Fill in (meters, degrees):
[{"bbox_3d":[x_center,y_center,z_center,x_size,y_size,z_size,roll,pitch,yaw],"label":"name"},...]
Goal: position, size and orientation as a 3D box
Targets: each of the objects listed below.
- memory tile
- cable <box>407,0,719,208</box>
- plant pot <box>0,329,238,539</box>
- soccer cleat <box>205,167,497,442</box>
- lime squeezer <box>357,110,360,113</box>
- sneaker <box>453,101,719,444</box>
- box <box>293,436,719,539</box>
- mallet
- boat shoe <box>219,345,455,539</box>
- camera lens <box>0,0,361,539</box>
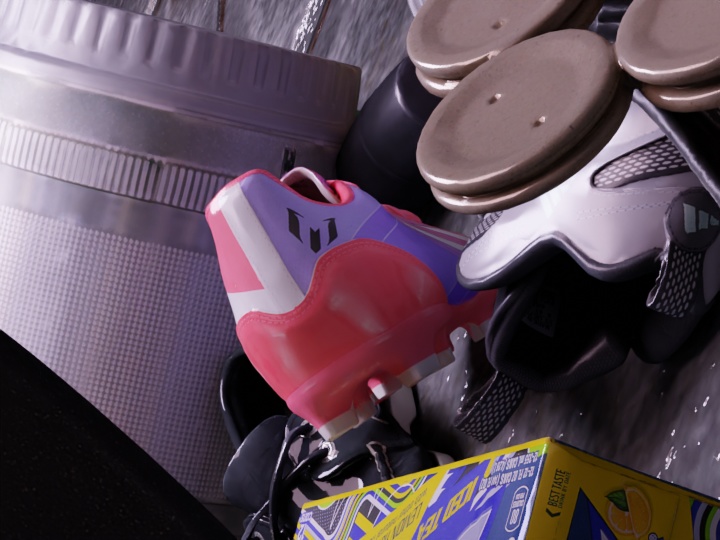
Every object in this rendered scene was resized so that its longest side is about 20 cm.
[{"bbox_3d":[0.076,-0.093,0.681,0.153,0.017,0.200,-28,29,15],"label":"memory tile"},{"bbox_3d":[0.083,-0.051,0.703,0.200,0.050,0.098,3,85,56],"label":"cable"},{"bbox_3d":[-0.078,0.175,0.721,0.200,0.177,0.200,-52,-14,-33],"label":"plant pot"},{"bbox_3d":[0.000,0.000,0.885,0.066,0.077,0.200,-31,0,10],"label":"soccer cleat"},{"bbox_3d":[-0.052,0.027,1.225,0.071,0.038,0.201,-98,30,-62],"label":"lime squeezer"},{"bbox_3d":[0.052,-0.020,0.814,0.200,0.077,0.141,179,111,-75],"label":"sneaker"},{"bbox_3d":[0.032,0.093,0.765,0.200,0.064,0.071,154,134,-70],"label":"box"},{"bbox_3d":[0.038,-0.115,1.086,0.066,0.041,0.201,133,157,-61],"label":"mallet"},{"bbox_3d":[-0.014,0.069,0.963,0.200,0.066,0.075,-103,36,-65],"label":"boat shoe"},{"bbox_3d":[-0.091,0.004,1.113,0.160,0.159,0.201,-150,73,-76],"label":"camera lens"}]
